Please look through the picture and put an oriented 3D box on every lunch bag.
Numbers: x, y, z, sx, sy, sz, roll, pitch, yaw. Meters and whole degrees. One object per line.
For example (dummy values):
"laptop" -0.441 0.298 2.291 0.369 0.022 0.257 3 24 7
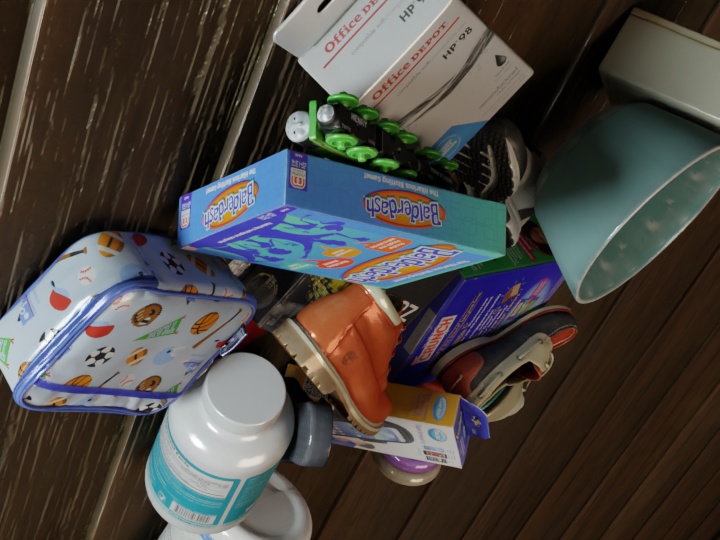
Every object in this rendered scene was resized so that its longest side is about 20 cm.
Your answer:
"lunch bag" -0.180 0.049 1.114 0.160 0.076 0.200 -46 153 16

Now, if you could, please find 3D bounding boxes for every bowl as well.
"bowl" 0.236 -0.076 1.311 0.201 0.105 0.201 -37 161 -15

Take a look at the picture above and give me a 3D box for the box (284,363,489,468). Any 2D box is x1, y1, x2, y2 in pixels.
"box" 0.027 0.148 1.433 0.119 0.200 0.042 72 32 -62

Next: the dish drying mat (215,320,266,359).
"dish drying mat" -0.078 0.027 1.281 0.200 0.018 0.077 -32 152 -18

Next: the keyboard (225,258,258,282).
"keyboard" -0.047 -0.054 1.204 0.200 0.011 0.056 -44 154 8

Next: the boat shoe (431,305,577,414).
"boat shoe" 0.161 0.092 1.486 0.200 0.063 0.071 -20 149 -40

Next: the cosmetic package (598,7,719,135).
"cosmetic package" 0.328 -0.156 1.322 0.073 0.200 0.104 -59 157 -6

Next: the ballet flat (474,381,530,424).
"ballet flat" 0.163 0.121 1.600 0.070 0.069 0.200 -64 177 40

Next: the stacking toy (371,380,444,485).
"stacking toy" 0.079 0.152 1.629 0.085 0.085 0.200 -19 143 -38

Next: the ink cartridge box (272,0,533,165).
"ink cartridge box" 0.036 -0.159 1.075 0.116 0.067 0.200 -46 151 11

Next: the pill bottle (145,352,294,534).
"pill bottle" -0.123 0.150 1.277 0.111 0.111 0.200 -24 159 -31

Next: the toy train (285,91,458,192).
"toy train" 0.012 -0.084 1.055 0.056 0.042 0.200 -6 164 29

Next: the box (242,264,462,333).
"box" 0.000 0.000 1.274 0.161 0.049 0.200 -45 150 9

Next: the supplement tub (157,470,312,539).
"supplement tub" -0.149 0.303 1.491 0.132 0.132 0.200 -6 139 -50

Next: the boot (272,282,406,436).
"boot" 0.006 0.075 1.264 0.107 0.075 0.200 -41 150 -6

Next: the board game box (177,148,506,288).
"board game box" -0.014 -0.033 1.082 0.200 0.045 0.152 11 163 -34

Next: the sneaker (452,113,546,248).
"sneaker" 0.133 -0.098 1.330 0.080 0.074 0.200 -51 161 -13

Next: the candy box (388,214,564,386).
"candy box" 0.107 0.030 1.471 0.200 0.077 0.169 -11 144 -48

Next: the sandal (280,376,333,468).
"sandal" -0.048 0.144 1.300 0.043 0.200 0.076 8 93 -15
